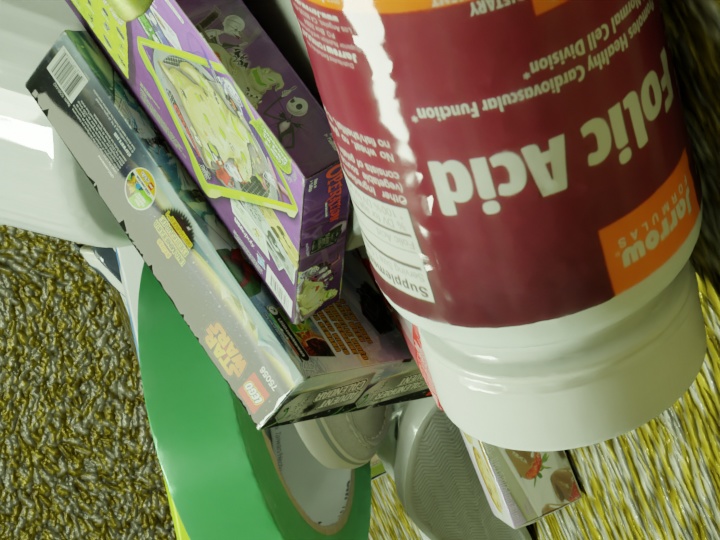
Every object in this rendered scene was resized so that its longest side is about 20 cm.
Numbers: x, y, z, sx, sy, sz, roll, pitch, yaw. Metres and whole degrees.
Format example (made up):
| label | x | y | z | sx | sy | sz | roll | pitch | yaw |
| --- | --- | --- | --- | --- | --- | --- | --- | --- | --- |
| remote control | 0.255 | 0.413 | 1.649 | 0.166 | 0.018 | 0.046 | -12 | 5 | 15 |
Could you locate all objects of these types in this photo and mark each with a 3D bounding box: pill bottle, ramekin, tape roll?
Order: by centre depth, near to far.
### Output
| label | x | y | z | sx | sy | sz | roll | pitch | yaw |
| --- | --- | --- | --- | --- | --- | --- | --- | --- | --- |
| pill bottle | 0.048 | -0.048 | 0.810 | 0.114 | 0.114 | 0.201 | -128 | 17 | -56 |
| ramekin | -0.135 | -0.108 | 1.264 | 0.097 | 0.201 | 0.201 | 19 | 146 | 24 |
| tape roll | -0.051 | 0.067 | 1.283 | 0.200 | 0.048 | 0.202 | -14 | -90 | -74 |

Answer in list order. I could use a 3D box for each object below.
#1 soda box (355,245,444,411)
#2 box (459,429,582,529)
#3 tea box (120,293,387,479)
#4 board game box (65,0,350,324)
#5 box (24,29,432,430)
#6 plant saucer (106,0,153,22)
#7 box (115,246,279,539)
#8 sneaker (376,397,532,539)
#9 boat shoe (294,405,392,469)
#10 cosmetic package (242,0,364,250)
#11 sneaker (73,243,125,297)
| label | x | y | z | sx | sy | sz | roll | pitch | yaw |
| --- | --- | --- | --- | --- | --- | --- | --- | --- | --- |
| soda box | 0.023 | -0.039 | 1.102 | 0.064 | 0.070 | 0.201 | 80 | 165 | -60 |
| box | 0.050 | 0.025 | 1.201 | 0.201 | 0.039 | 0.041 | 68 | 168 | -10 |
| tea box | -0.062 | 0.054 | 1.612 | 0.197 | 0.133 | 0.201 | 117 | 130 | -77 |
| board game box | -0.069 | -0.085 | 1.034 | 0.200 | 0.032 | 0.120 | 54 | 165 | 22 |
| box | -0.047 | -0.024 | 1.129 | 0.040 | 0.137 | 0.200 | -48 | 66 | 30 |
| plant saucer | -0.085 | -0.225 | 0.936 | 0.048 | 0.200 | 0.200 | 19 | -157 | -35 |
| box | -0.080 | 0.054 | 1.369 | 0.122 | 0.047 | 0.201 | 12 | -116 | -71 |
| sneaker | 0.034 | 0.083 | 1.330 | 0.116 | 0.073 | 0.200 | 58 | 168 | 34 |
| boat shoe | 0.000 | 0.000 | 1.248 | 0.072 | 0.068 | 0.201 | -4 | -87 | -56 |
| cosmetic package | -0.003 | -0.120 | 1.013 | 0.107 | 0.090 | 0.201 | 117 | 132 | -75 |
| sneaker | -0.113 | 0.028 | 1.477 | 0.079 | 0.129 | 0.200 | 18 | -96 | -81 |
